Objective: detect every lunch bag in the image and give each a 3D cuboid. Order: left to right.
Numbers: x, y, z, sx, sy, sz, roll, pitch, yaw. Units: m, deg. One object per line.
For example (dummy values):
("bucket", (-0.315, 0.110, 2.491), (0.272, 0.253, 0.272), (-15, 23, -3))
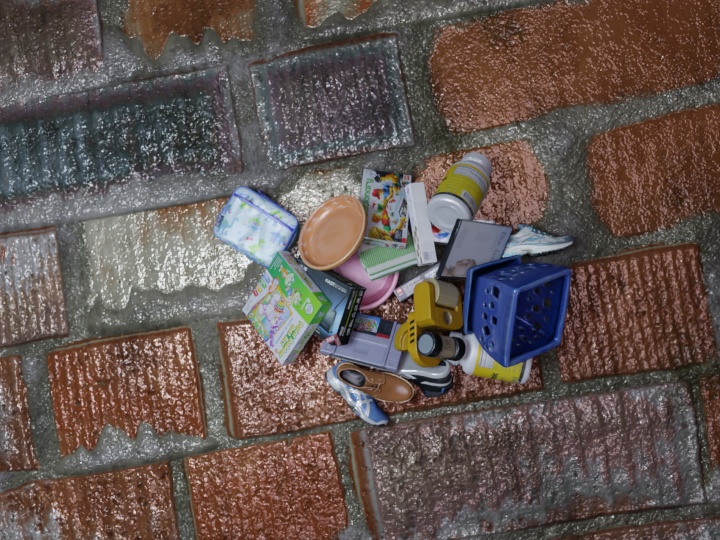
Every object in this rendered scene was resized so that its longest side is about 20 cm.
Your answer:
("lunch bag", (-0.263, -0.112, 1.579), (0.199, 0.082, 0.162), (33, 87, 4))

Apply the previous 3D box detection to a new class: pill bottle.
("pill bottle", (0.248, -0.193, 1.490), (0.111, 0.112, 0.201), (31, 56, 5))
("pill bottle", (0.312, 0.206, 1.508), (0.198, 0.111, 0.113), (10, 88, 5))

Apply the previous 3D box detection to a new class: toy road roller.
("toy road roller", (0.155, 0.128, 1.463), (0.145, 0.122, 0.202), (-14, 69, 44))

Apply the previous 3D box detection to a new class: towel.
("towel", (0.049, -0.082, 1.533), (0.151, 0.023, 0.201), (-19, 68, -15))

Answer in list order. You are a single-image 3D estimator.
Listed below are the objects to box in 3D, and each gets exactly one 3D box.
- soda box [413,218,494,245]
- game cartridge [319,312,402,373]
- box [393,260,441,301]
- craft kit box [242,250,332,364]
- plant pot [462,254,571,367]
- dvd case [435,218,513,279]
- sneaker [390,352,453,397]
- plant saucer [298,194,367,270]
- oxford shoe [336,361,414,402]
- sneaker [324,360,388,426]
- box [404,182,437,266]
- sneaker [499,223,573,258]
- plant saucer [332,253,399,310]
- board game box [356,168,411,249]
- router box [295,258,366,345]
("soda box", (0.234, -0.098, 1.550), (0.198, 0.064, 0.069), (5, 86, 4))
("game cartridge", (0.011, 0.171, 1.530), (0.198, 0.039, 0.131), (12, 60, 11))
("box", (0.175, 0.014, 1.526), (0.199, 0.110, 0.035), (-32, 84, 3))
("craft kit box", (-0.185, 0.091, 1.512), (0.198, 0.048, 0.201), (46, 115, 26))
("plant pot", (0.351, 0.078, 1.436), (0.199, 0.179, 0.202), (-14, 118, -32))
("dvd case", (0.271, -0.045, 1.450), (0.018, 0.199, 0.144), (36, 114, 44))
("sneaker", (0.135, 0.265, 1.538), (0.198, 0.113, 0.073), (10, 44, 31))
("plant saucer", (-0.063, -0.088, 1.494), (0.199, 0.037, 0.202), (-19, 55, 29))
("oxford shoe", (0.034, 0.276, 1.481), (0.198, 0.071, 0.072), (15, 89, 1))
("sneaker", (0.001, 0.309, 1.542), (0.200, 0.076, 0.077), (45, 95, 3))
("box", (0.147, -0.113, 1.501), (0.041, 0.039, 0.202), (-8, 84, -16))
("sneaker", (0.428, -0.078, 1.530), (0.198, 0.078, 0.087), (-7, 84, 4))
("plant saucer", (0.000, 0.000, 1.569), (0.198, 0.051, 0.203), (0, 87, 5))
("board game box", (0.058, -0.155, 1.536), (0.125, 0.035, 0.202), (7, 64, -2))
("router box", (-0.094, 0.074, 1.507), (0.199, 0.062, 0.151), (26, 103, 35))
